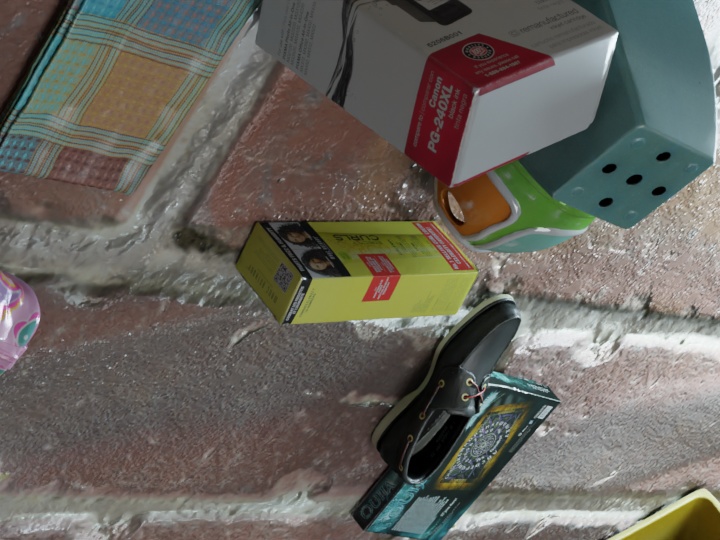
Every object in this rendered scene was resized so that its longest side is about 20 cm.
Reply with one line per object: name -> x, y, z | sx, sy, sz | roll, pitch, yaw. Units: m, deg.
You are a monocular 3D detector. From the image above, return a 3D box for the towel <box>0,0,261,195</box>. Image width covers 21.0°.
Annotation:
towel -> -0.156, -0.139, 1.311 | 0.146, 0.022, 0.200 | 9, 123, -48

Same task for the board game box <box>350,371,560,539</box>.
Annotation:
board game box -> 0.095, 0.184, 1.914 | 0.200, 0.028, 0.135 | -51, 145, 16

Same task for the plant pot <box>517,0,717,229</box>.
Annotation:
plant pot -> 0.172, -0.143, 1.417 | 0.141, 0.200, 0.141 | 19, 132, -40

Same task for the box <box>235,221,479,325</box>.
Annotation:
box -> 0.000, 0.000, 1.574 | 0.200, 0.075, 0.050 | 0, 129, -43

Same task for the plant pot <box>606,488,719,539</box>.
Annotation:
plant pot -> 0.376, 0.423, 2.322 | 0.194, 0.196, 0.200 | -24, 149, -22

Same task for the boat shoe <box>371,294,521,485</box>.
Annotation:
boat shoe -> 0.090, 0.111, 1.800 | 0.074, 0.063, 0.202 | 16, 116, -49

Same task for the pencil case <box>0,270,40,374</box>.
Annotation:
pencil case -> -0.302, 0.013, 1.287 | 0.087, 0.087, 0.200 | -45, 147, 7

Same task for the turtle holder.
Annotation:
turtle holder -> 0.135, -0.087, 1.575 | 0.132, 0.141, 0.186 | -42, -171, 29

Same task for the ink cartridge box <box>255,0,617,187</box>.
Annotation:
ink cartridge box -> 0.048, -0.159, 1.312 | 0.145, 0.200, 0.084 | -26, 142, -38
